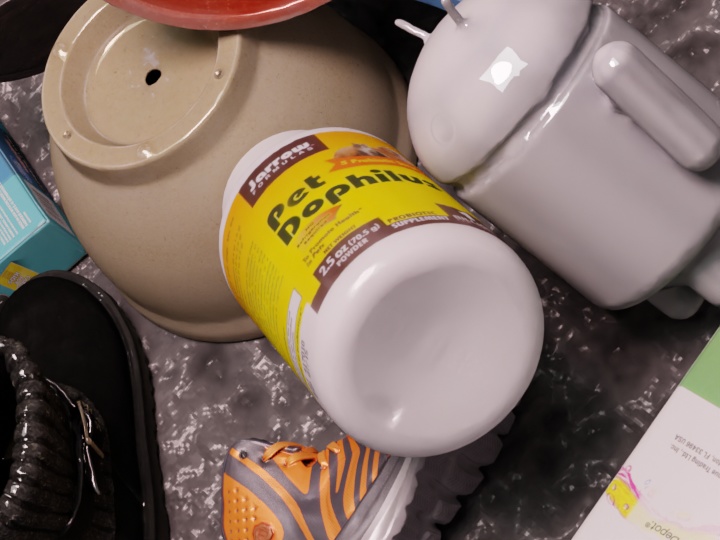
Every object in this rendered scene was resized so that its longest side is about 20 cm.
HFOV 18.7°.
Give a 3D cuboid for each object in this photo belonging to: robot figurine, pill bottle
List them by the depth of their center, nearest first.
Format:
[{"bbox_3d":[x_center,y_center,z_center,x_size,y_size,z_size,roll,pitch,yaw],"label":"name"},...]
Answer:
[{"bbox_3d":[0.000,0.000,1.022,0.109,0.109,0.200,-46,30,1],"label":"pill bottle"},{"bbox_3d":[0.103,-0.061,1.025,0.113,0.200,0.170,-58,14,-24],"label":"robot figurine"}]

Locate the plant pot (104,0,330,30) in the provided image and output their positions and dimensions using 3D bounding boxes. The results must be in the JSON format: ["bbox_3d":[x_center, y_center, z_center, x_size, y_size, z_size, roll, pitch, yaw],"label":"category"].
[{"bbox_3d":[-0.072,-0.258,1.097,0.200,0.201,0.196,-24,37,15],"label":"plant pot"}]

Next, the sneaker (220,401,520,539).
[{"bbox_3d":[-0.003,0.088,1.075,0.112,0.078,0.200,25,80,33],"label":"sneaker"}]

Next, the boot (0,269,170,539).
[{"bbox_3d":[-0.171,0.065,1.124,0.079,0.158,0.212,-29,57,12],"label":"boot"}]

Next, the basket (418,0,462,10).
[{"bbox_3d":[0.075,-0.216,1.142,0.176,0.139,0.200,23,70,38],"label":"basket"}]

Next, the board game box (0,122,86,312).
[{"bbox_3d":[-0.276,-0.002,1.279,0.200,0.047,0.151,-41,55,5],"label":"board game box"}]

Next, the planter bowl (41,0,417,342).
[{"bbox_3d":[-0.087,-0.079,1.166,0.200,0.135,0.201,-12,62,23],"label":"planter bowl"}]

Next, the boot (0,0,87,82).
[{"bbox_3d":[-0.194,-0.219,1.235,0.188,0.068,0.200,-41,56,7],"label":"boot"}]

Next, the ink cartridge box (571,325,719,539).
[{"bbox_3d":[0.174,0.141,0.952,0.145,0.084,0.200,32,83,35],"label":"ink cartridge box"}]
